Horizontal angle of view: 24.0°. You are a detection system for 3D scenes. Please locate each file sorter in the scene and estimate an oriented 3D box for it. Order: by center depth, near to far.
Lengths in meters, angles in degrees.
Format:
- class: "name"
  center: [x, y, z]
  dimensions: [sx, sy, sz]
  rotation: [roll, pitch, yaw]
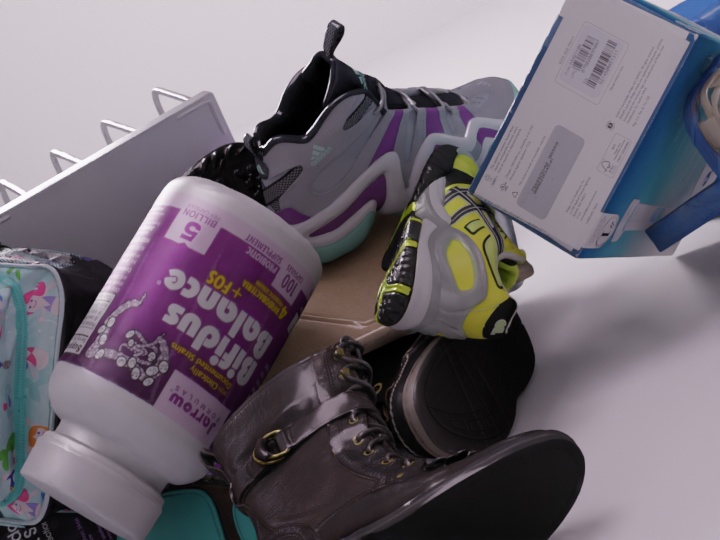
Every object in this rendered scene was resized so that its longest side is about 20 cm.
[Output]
- class: "file sorter"
  center: [-0.185, -0.028, 1.236]
  dimensions: [0.199, 0.139, 0.124]
  rotation: [-33, 24, -19]

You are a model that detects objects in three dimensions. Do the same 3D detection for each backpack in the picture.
- class: "backpack"
  center: [-0.257, 0.070, 1.082]
  dimensions: [0.199, 0.179, 0.150]
  rotation: [7, 4, 34]

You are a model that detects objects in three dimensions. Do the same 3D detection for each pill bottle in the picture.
- class: "pill bottle"
  center: [-0.115, 0.054, 1.003]
  dimensions: [0.201, 0.112, 0.112]
  rotation: [-61, 21, -15]

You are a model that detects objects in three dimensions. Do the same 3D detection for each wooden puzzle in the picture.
- class: "wooden puzzle"
  center: [0.000, 0.000, 1.118]
  dimensions: [0.184, 0.037, 0.200]
  rotation: [-25, 32, -6]

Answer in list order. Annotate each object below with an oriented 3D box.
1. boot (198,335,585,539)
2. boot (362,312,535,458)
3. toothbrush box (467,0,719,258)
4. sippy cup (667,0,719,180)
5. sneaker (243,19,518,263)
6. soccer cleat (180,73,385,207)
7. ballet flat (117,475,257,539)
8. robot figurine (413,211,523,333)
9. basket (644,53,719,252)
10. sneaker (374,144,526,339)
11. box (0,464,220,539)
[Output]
- class: "boot"
  center: [0.006, 0.093, 0.876]
  dimensions: [0.199, 0.069, 0.175]
  rotation: [-30, 37, 9]
- class: "boot"
  center: [0.018, 0.083, 1.037]
  dimensions: [0.150, 0.074, 0.200]
  rotation: [-24, 9, 23]
- class: "toothbrush box"
  center: [0.168, -0.090, 1.052]
  dimensions: [0.200, 0.085, 0.147]
  rotation: [-3, -58, -62]
- class: "sippy cup"
  center: [0.256, -0.126, 1.192]
  dimensions: [0.177, 0.131, 0.140]
  rotation: [-30, 11, 3]
- class: "sneaker"
  center: [0.014, -0.108, 1.101]
  dimensions: [0.200, 0.140, 0.078]
  rotation: [-36, 36, -20]
- class: "soccer cleat"
  center: [-0.059, -0.067, 1.180]
  dimensions: [0.200, 0.068, 0.073]
  rotation: [-37, -3, -30]
- class: "ballet flat"
  center: [-0.062, 0.150, 1.015]
  dimensions: [0.199, 0.075, 0.074]
  rotation: [-17, 17, 41]
- class: "robot figurine"
  center: [0.020, 0.010, 1.239]
  dimensions: [0.199, 0.114, 0.169]
  rotation: [-23, -25, 32]
- class: "basket"
  center: [0.269, -0.087, 0.985]
  dimensions: [0.176, 0.139, 0.200]
  rotation: [-35, -7, -26]
- class: "sneaker"
  center: [0.057, -0.011, 1.017]
  dimensions: [0.200, 0.076, 0.076]
  rotation: [-74, 6, -61]
- class: "box"
  center: [-0.179, 0.147, 1.132]
  dimensions: [0.199, 0.143, 0.036]
  rotation: [-32, -32, 0]
